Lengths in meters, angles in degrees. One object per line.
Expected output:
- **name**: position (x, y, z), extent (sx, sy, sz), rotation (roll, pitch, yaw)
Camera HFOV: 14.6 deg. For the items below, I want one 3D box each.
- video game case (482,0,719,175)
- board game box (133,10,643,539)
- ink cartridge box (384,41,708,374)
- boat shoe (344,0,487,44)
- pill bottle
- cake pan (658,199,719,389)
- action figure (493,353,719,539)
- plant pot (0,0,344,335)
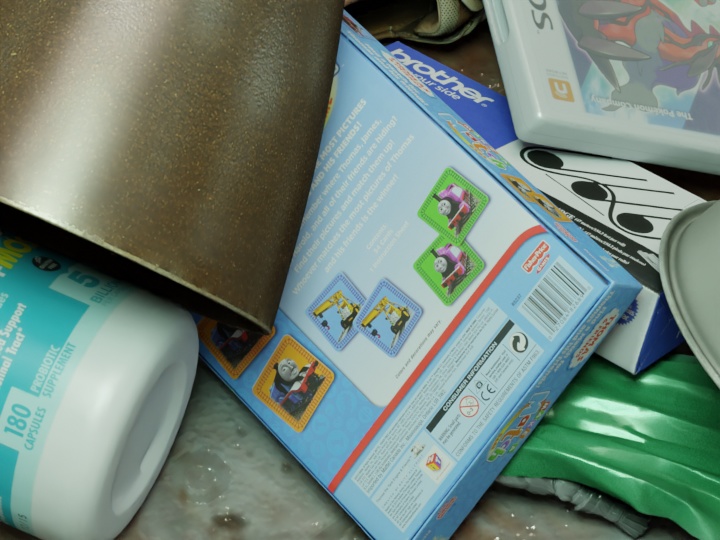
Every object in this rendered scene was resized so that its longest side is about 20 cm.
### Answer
- **video game case**: position (0.139, -0.125, 1.290), extent (0.200, 0.023, 0.183), rotation (8, 55, -31)
- **board game box**: position (0.000, 0.000, 1.174), extent (0.200, 0.151, 0.037), rotation (44, 18, 24)
- **ink cartridge box**: position (0.064, -0.031, 1.223), extent (0.200, 0.044, 0.094), rotation (29, 32, 24)
- **boat shoe**: position (0.034, -0.140, 1.318), extent (0.199, 0.076, 0.072), rotation (-15, 64, -18)
- **pill bottle**: position (-0.175, 0.030, 1.149), extent (0.200, 0.111, 0.111), rotation (22, 55, 11)
- **cake pan**: position (0.213, 0.031, 1.141), extent (0.200, 0.037, 0.200), rotation (26, 32, -17)
- **action figure**: position (0.119, 0.072, 1.181), extent (0.199, 0.055, 0.118), rotation (11, 55, 5)
- **plant pot**: position (-0.083, -0.103, 1.120), extent (0.186, 0.187, 0.200), rotation (22, 85, 11)
